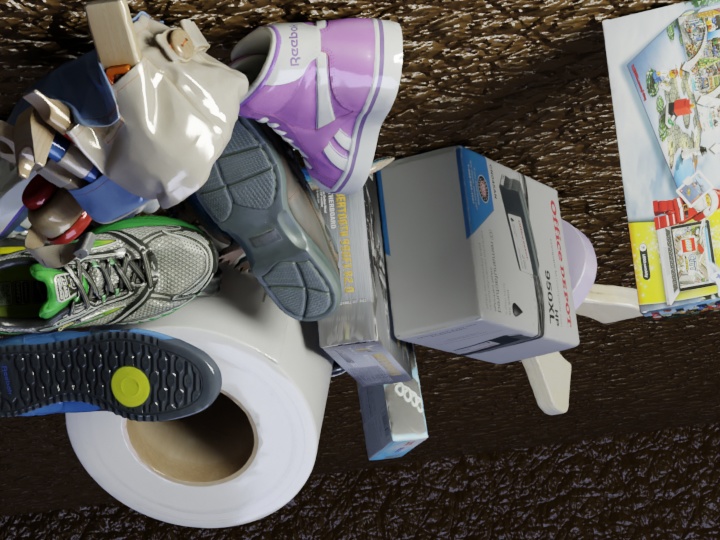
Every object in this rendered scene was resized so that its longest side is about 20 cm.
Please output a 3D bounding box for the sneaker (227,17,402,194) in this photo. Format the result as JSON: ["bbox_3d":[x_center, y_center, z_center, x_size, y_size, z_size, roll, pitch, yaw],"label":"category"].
[{"bbox_3d":[-0.042,-0.112,1.291,0.113,0.073,0.201,0,156,-9],"label":"sneaker"}]

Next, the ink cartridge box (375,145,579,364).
[{"bbox_3d":[0.100,-0.009,1.613,0.083,0.146,0.199,-13,166,27],"label":"ink cartridge box"}]

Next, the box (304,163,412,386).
[{"bbox_3d":[0.000,0.000,1.576,0.048,0.160,0.200,-8,166,8],"label":"box"}]

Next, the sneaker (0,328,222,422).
[{"bbox_3d":[-0.187,0.071,1.414,0.198,0.067,0.078,-2,-171,19],"label":"sneaker"}]

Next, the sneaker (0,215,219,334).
[{"bbox_3d":[-0.196,0.013,1.381,0.198,0.079,0.085,-13,-170,-11],"label":"sneaker"}]

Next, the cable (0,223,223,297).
[{"bbox_3d":[-0.202,-0.024,1.456,0.198,0.051,0.097,14,-166,21],"label":"cable"}]

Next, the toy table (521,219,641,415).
[{"bbox_3d":[0.155,0.027,1.781,0.199,0.186,0.117,0,158,44],"label":"toy table"}]

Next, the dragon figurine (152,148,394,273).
[{"bbox_3d":[-0.078,-0.067,1.471,0.199,0.100,0.059,-33,156,21],"label":"dragon figurine"}]

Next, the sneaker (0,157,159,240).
[{"bbox_3d":[-0.210,-0.057,1.402,0.145,0.081,0.199,10,154,-38],"label":"sneaker"}]

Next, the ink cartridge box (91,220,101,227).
[{"bbox_3d":[-0.257,-0.006,1.629,0.115,0.069,0.200,-10,167,15],"label":"ink cartridge box"}]

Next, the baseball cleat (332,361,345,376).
[{"bbox_3d":[-0.039,0.045,1.733,0.069,0.107,0.200,-21,175,5],"label":"baseball cleat"}]

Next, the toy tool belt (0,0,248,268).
[{"bbox_3d":[-0.175,-0.096,1.223,0.199,0.126,0.123,-25,124,39],"label":"toy tool belt"}]

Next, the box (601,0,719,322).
[{"bbox_3d":[0.237,-0.078,1.255,0.135,0.202,0.038,-10,166,20],"label":"box"}]

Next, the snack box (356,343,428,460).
[{"bbox_3d":[0.019,0.064,1.762,0.037,0.202,0.116,-6,168,-12],"label":"snack box"}]

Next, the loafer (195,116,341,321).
[{"bbox_3d":[-0.069,-0.055,1.381,0.071,0.063,0.201,-12,124,22],"label":"loafer"}]

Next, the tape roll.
[{"bbox_3d":[-0.124,0.085,1.543,0.200,0.140,0.204,4,126,6],"label":"tape roll"}]
